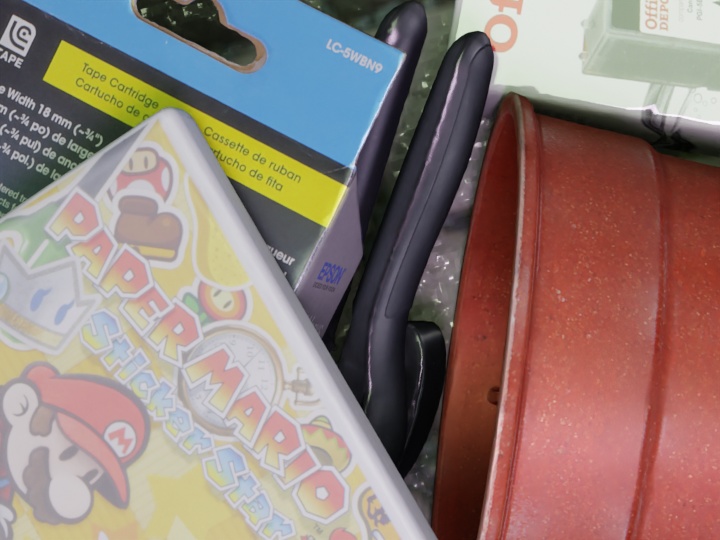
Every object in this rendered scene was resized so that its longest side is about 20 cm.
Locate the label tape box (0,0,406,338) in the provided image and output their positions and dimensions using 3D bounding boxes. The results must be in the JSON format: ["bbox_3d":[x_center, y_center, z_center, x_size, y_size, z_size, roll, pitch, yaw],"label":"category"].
[{"bbox_3d":[-0.080,-0.010,0.982,0.144,0.063,0.200,28,94,16],"label":"label tape box"}]

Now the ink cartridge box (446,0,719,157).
[{"bbox_3d":[0.137,-0.116,1.040,0.200,0.083,0.147,9,89,4],"label":"ink cartridge box"}]

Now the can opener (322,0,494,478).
[{"bbox_3d":[0.000,0.000,1.022,0.063,0.079,0.200,17,114,15],"label":"can opener"}]

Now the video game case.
[{"bbox_3d":[-0.084,0.079,0.931,0.182,0.023,0.200,-33,77,12],"label":"video game case"}]

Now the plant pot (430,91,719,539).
[{"bbox_3d":[0.133,0.050,0.988,0.195,0.201,0.201,7,88,-3],"label":"plant pot"}]
